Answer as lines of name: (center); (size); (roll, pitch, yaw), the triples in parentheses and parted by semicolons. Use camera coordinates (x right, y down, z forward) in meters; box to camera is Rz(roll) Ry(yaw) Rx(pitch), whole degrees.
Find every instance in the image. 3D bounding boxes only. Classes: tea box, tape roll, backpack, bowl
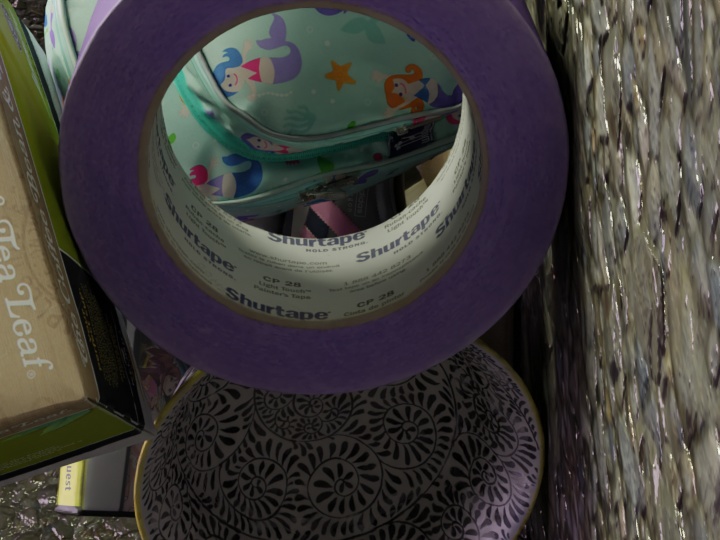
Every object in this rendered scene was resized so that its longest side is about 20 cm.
tea box: (-0.184, -0.011, 0.722); (0.197, 0.134, 0.200); (87, 165, -79)
tape roll: (-0.019, -0.056, 0.711); (0.085, 0.200, 0.200); (-94, 0, -65)
backpack: (-0.047, -0.113, 0.832); (0.151, 0.200, 0.178); (154, 97, -79)
bowl: (-0.015, 0.080, 0.879); (0.094, 0.201, 0.201); (-107, 11, -57)

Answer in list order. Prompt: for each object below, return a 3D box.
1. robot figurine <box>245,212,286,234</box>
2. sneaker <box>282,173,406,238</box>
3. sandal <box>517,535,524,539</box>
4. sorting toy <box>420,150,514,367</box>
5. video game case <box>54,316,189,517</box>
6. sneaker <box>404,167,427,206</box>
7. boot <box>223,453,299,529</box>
robot figurine: (-0.091, -0.057, 0.950); (0.113, 0.170, 0.200); (0, 73, 48)
sneaker: (0.000, 0.000, 0.940); (0.070, 0.082, 0.200); (-46, -37, -78)
sandal: (0.081, 0.247, 0.973); (0.082, 0.050, 0.203); (142, 139, -72)
sorting toy: (0.065, -0.056, 1.002); (0.200, 0.036, 0.185); (-102, 6, -48)
video game case: (-0.090, 0.059, 1.052); (0.200, 0.025, 0.181); (11, -100, -46)
sneaker: (0.022, 0.007, 1.004); (0.089, 0.074, 0.200); (-139, 31, -80)
boot: (-0.024, 0.156, 0.978); (0.075, 0.200, 0.097); (-52, 6, -24)
